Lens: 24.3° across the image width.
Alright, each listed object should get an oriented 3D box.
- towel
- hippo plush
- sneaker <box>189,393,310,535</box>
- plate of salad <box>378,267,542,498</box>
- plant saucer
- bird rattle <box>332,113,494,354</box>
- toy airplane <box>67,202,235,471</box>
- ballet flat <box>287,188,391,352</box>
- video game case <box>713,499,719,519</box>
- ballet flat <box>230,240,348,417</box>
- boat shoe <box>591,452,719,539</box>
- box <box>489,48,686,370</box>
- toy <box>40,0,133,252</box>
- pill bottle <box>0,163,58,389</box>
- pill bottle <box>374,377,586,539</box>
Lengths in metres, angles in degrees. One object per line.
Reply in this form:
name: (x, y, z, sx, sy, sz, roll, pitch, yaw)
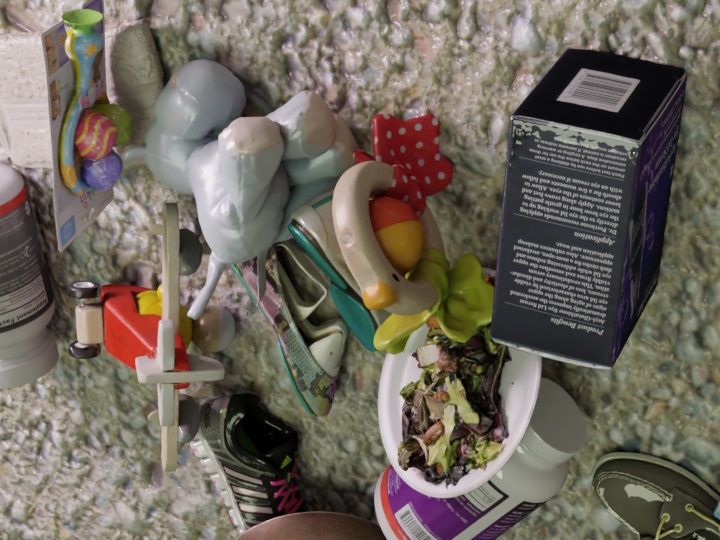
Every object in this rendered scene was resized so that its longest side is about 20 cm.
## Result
towel: (-0.263, -0.160, 1.544, 0.198, 0.034, 0.134, -2, 116, 28)
hippo plush: (-0.106, -0.095, 1.459, 0.161, 0.158, 0.201, 42, 126, 33)
sneaker: (-0.089, 0.201, 1.629, 0.087, 0.074, 0.201, -27, 99, 39)
plate of salad: (0.076, 0.093, 1.432, 0.048, 0.202, 0.200, 18, 140, -39)
plant saucer: (-0.044, 0.314, 1.639, 0.198, 0.035, 0.201, -1, 130, -1)
bird rattle: (0.036, -0.034, 1.362, 0.112, 0.163, 0.202, -14, 83, 29)
toy airplane: (-0.174, 0.063, 1.557, 0.200, 0.140, 0.200, -49, 57, 50)
ballet flat: (0.000, 0.000, 1.466, 0.069, 0.070, 0.200, 3, 147, 25)
video game case: (0.399, 0.160, 1.379, 0.142, 0.018, 0.201, 29, 118, 10)
ballet flat: (-0.055, 0.041, 1.537, 0.071, 0.069, 0.201, -23, 105, 14)
boat shoe: (0.288, 0.229, 1.461, 0.201, 0.060, 0.072, 30, 125, 9)
box: (0.178, -0.049, 1.311, 0.103, 0.148, 0.202, 13, 123, 19)
toy: (-0.229, -0.127, 1.455, 0.047, 0.115, 0.202, 7, 119, 17)
pill bottle: (-0.364, 0.007, 1.637, 0.115, 0.116, 0.202, 3, 118, 25)
pill bottle: (0.108, 0.178, 1.493, 0.112, 0.113, 0.200, 45, 126, -2)
